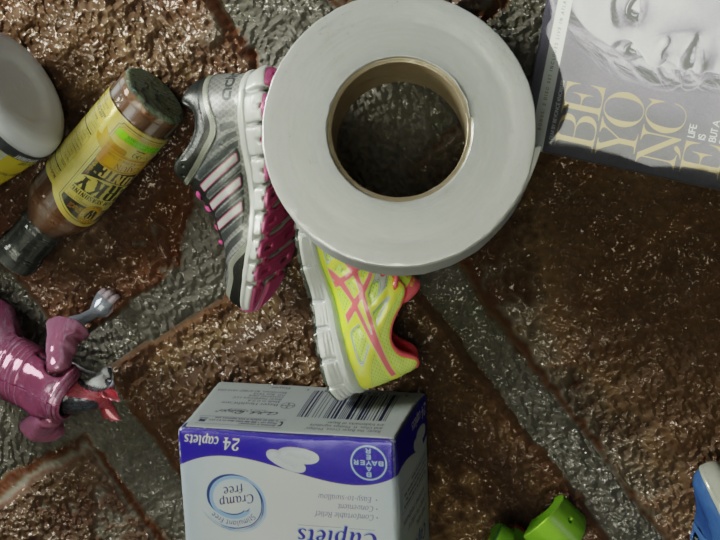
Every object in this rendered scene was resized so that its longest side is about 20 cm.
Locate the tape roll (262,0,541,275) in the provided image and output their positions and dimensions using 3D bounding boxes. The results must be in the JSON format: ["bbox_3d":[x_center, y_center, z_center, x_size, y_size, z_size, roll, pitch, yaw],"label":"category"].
[{"bbox_3d":[0.030,-0.098,1.153,0.201,0.071,0.204,0,84,2],"label":"tape roll"}]

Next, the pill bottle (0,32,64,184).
[{"bbox_3d":[-0.347,-0.101,1.267,0.199,0.112,0.112,-28,99,21],"label":"pill bottle"}]

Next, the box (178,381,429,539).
[{"bbox_3d":[-0.042,0.205,1.293,0.183,0.105,0.201,2,109,15],"label":"box"}]

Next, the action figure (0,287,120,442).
[{"bbox_3d":[-0.286,0.077,1.299,0.199,0.149,0.135,18,106,23],"label":"action figure"}]

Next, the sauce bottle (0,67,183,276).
[{"bbox_3d":[-0.224,-0.075,1.272,0.065,0.065,0.200,43,114,-2],"label":"sauce bottle"}]

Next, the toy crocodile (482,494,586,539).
[{"bbox_3d":[0.112,0.263,1.300,0.067,0.062,0.200,33,118,-4],"label":"toy crocodile"}]

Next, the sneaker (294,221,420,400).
[{"bbox_3d":[0.000,0.000,1.239,0.090,0.078,0.201,-10,109,6],"label":"sneaker"}]

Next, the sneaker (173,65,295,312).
[{"bbox_3d":[-0.102,-0.067,1.240,0.087,0.074,0.201,9,113,21],"label":"sneaker"}]

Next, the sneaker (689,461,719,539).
[{"bbox_3d":[0.265,0.253,1.243,0.111,0.077,0.201,-16,110,9],"label":"sneaker"}]

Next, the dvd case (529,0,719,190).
[{"bbox_3d":[0.227,-0.142,1.157,0.199,0.016,0.149,13,111,10],"label":"dvd case"}]
